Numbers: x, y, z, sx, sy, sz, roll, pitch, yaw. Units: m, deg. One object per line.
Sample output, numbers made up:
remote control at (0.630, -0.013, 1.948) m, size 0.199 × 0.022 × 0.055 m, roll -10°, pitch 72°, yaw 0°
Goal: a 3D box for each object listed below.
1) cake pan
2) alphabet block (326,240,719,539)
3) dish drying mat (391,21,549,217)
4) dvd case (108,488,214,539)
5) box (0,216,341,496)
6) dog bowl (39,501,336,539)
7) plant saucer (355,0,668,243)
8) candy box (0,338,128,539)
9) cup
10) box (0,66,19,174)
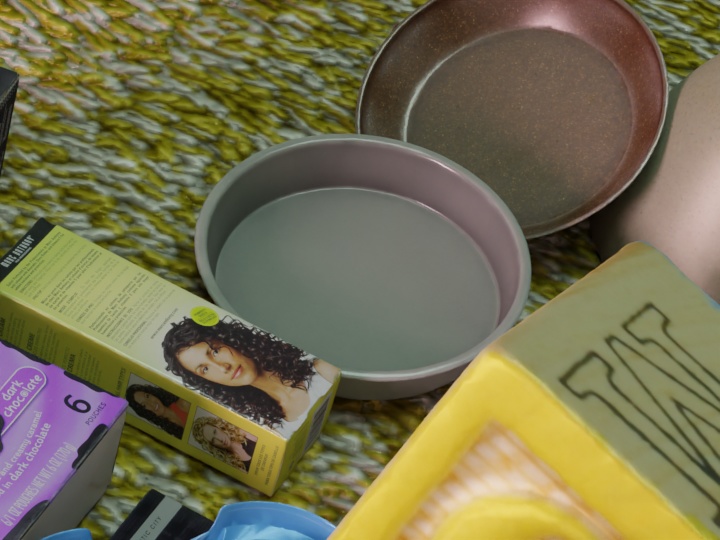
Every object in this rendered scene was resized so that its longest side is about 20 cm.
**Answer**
cake pan at (0.000, 0.000, 1.669) m, size 0.200 × 0.037 × 0.200 m, roll 5°, pitch 46°, yaw -5°
alphabet block at (0.121, 0.134, 1.404) m, size 0.196 × 0.195 × 0.200 m, roll 42°, pitch 28°, yaw 10°
dish drying mat at (0.088, -0.105, 1.842) m, size 0.077 × 0.018 × 0.200 m, roll -18°, pitch 50°, yaw -9°
dvd case at (-0.059, 0.205, 1.449) m, size 0.200 × 0.016 × 0.149 m, roll 27°, pitch 42°, yaw 10°
box at (-0.116, 0.047, 1.583) m, size 0.200 × 0.050 × 0.075 m, roll 25°, pitch 41°, yaw 10°
dog bowl at (-0.088, 0.180, 1.417) m, size 0.200 × 0.050 × 0.111 m, roll -8°, pitch 47°, yaw -26°
plant saucer at (0.097, -0.097, 1.779) m, size 0.200 × 0.037 × 0.200 m, roll -7°, pitch 61°, yaw 12°
candy box at (-0.250, 0.095, 1.463) m, size 0.200 × 0.072 × 0.168 m, roll 26°, pitch 41°, yaw 9°
cup at (0.259, -0.064, 1.771) m, size 0.200 × 0.143 × 0.200 m, roll 10°, pitch 41°, yaw -9°
box at (-0.277, -0.048, 1.516) m, size 0.160 × 0.200 × 0.044 m, roll 23°, pitch 41°, yaw 5°
